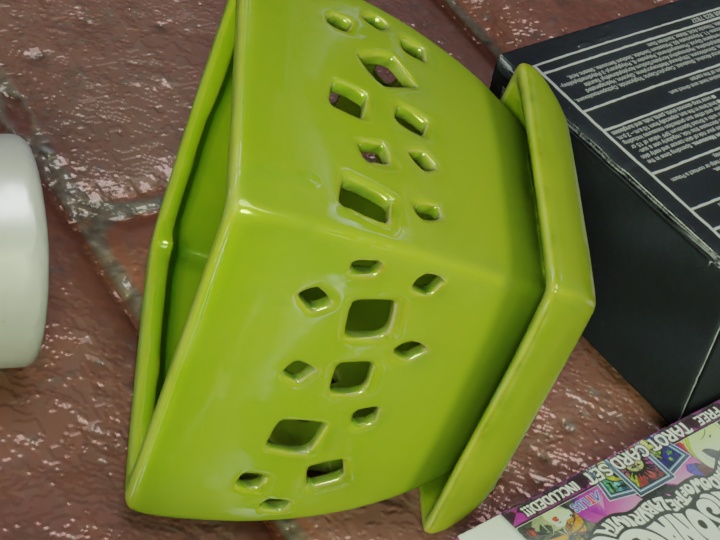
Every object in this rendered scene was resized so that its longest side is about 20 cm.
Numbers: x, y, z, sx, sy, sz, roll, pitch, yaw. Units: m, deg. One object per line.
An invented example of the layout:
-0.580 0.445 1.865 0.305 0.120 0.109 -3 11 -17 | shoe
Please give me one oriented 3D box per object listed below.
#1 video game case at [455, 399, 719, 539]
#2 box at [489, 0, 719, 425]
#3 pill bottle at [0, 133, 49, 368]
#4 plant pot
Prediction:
0.169 0.159 0.876 0.200 0.036 0.181 -21 54 -35 | video game case
0.197 -0.042 1.042 0.200 0.124 0.198 -20 50 -31 | box
-0.254 -0.006 0.871 0.199 0.115 0.115 -2 44 -19 | pill bottle
0.000 0.000 0.887 0.181 0.200 0.199 13 40 -14 | plant pot
